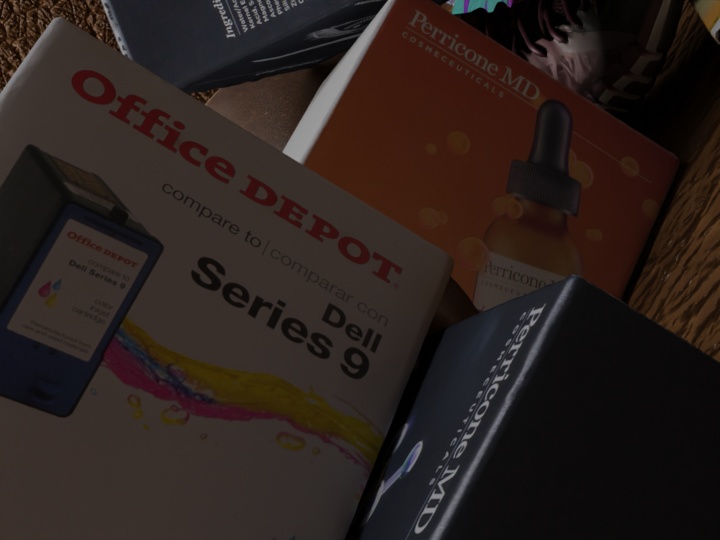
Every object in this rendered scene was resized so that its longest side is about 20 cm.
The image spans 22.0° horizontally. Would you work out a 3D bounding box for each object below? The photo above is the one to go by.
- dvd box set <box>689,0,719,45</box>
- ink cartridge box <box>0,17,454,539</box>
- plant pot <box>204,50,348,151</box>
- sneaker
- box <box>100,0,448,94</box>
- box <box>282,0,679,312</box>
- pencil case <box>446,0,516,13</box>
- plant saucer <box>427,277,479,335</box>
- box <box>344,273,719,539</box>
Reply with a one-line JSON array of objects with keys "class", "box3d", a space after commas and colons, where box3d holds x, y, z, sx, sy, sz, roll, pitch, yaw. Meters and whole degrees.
[{"class": "dvd box set", "box3d": [0.200, -0.177, 0.844, 0.146, 0.029, 0.200, -56, 8, 18]}, {"class": "ink cartridge box", "box3d": [-0.077, 0.047, 0.517, 0.088, 0.145, 0.200, -50, 11, 45]}, {"class": "plant pot", "box3d": [0.000, 0.000, 0.976, 0.187, 0.187, 0.200, -56, 23, 16]}, {"class": "sneaker", "box3d": [0.084, -0.116, 0.907, 0.200, 0.115, 0.076, 113, 172, -54]}, {"class": "box", "box3d": [-0.011, -0.169, 0.887, 0.200, 0.104, 0.148, -20, 1, 34]}, {"class": "box", "box3d": [0.022, 0.007, 0.808, 0.200, 0.152, 0.106, -63, 9, -26]}, {"class": "pencil case", "box3d": [0.110, -0.158, 1.136, 0.200, 0.085, 0.092, -154, 82, -82]}, {"class": "plant saucer", "box3d": [-0.010, 0.081, 0.655, 0.037, 0.200, 0.200, 4, 61, 56]}, {"class": "box", "box3d": [0.036, 0.103, 0.531, 0.148, 0.107, 0.200, -60, 9, -16]}]
